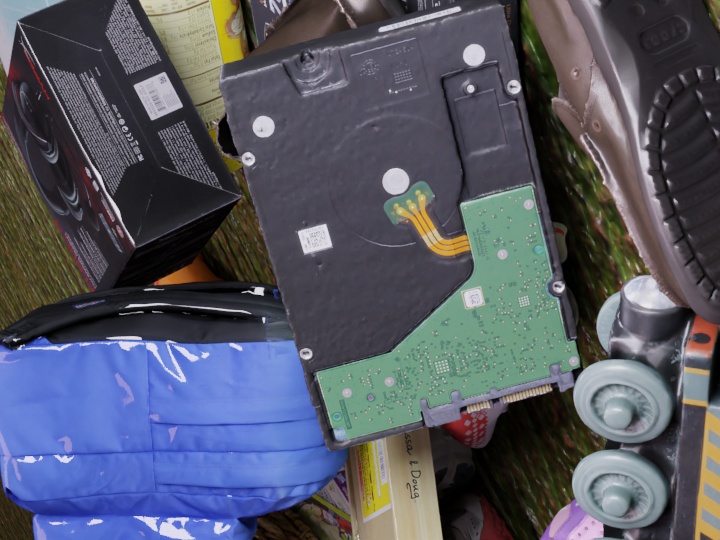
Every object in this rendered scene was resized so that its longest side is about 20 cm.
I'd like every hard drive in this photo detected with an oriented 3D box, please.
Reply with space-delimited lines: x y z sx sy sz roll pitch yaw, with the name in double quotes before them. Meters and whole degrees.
"hard drive" 0.023 -0.021 0.759 0.038 0.139 0.201 -98 -8 -69

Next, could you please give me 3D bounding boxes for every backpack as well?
"backpack" -0.102 0.088 0.933 0.163 0.198 0.169 -93 -3 -78

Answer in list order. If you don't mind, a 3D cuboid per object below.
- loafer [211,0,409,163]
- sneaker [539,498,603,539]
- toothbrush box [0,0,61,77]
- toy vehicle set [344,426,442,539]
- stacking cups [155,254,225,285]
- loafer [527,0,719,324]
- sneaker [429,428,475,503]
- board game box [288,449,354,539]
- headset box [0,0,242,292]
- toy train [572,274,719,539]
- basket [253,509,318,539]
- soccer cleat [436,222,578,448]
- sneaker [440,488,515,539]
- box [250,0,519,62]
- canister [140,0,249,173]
"loafer" -0.029 -0.098 0.823 0.073 0.071 0.200 56 156 8
"sneaker" 0.131 0.180 0.891 0.080 0.088 0.201 44 152 28
"toothbrush box" -0.230 -0.223 1.167 0.146 0.085 0.201 21 133 53
"toy vehicle set" 0.015 0.117 0.927 0.124 0.026 0.202 129 136 -72
"stacking cups" -0.118 0.038 1.250 0.200 0.060 0.061 46 151 31
"loafer" 0.126 -0.072 0.680 0.201 0.073 0.071 70 159 4
"sneaker" 0.024 0.130 1.088 0.200 0.077 0.080 -46 56 59
"board game box" 0.005 0.204 1.044 0.120 0.032 0.201 -26 93 49
"headset box" -0.157 -0.070 0.973 0.150 0.077 0.200 62 159 3
"toy train" 0.162 0.092 0.739 0.113 0.085 0.201 7 125 17
"basket" -0.054 0.284 1.022 0.200 0.149 0.143 40 139 23
"soccer cleat" 0.079 0.038 0.868 0.201 0.084 0.069 81 -168 -50
"sneaker" 0.054 0.212 1.075 0.078 0.082 0.200 57 154 9
"box" 0.004 -0.160 0.834 0.198 0.050 0.201 38 147 42
"canister" -0.136 -0.178 1.037 0.148 0.086 0.201 33 141 47
